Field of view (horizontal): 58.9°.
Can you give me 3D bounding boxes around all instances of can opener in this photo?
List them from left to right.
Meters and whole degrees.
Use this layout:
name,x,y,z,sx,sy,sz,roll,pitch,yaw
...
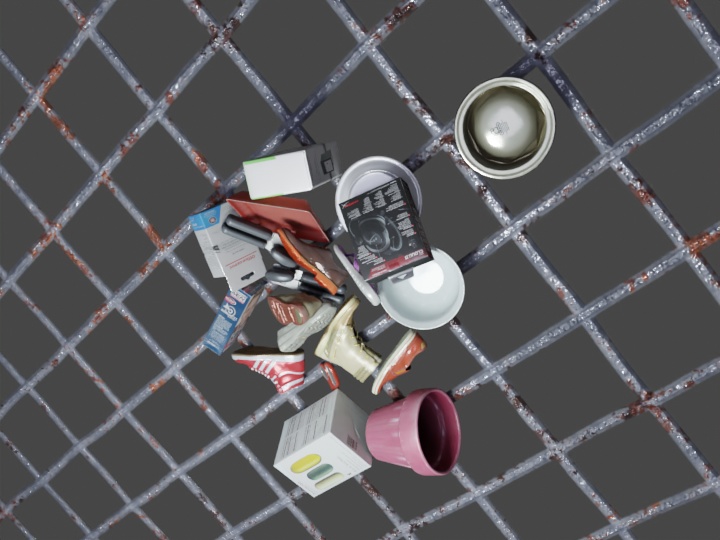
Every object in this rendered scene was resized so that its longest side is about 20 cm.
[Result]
name,x,y,z,sx,sy,sz,roll,pitch,yaw
can opener,-0.231,-0.072,1.507,0.199,0.067,0.053,25,119,-26
can opener,-0.135,0.036,1.548,0.198,0.067,0.054,17,114,11

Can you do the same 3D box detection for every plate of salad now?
name,x,y,z,sx,sy,sz,roll,pitch,yaw
plate of salad,0.042,-0.155,1.435,0.198,0.048,0.202,2,102,10

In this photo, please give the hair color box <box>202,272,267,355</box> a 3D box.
name,x,y,z,sx,sy,sz,roll,pitch,yaw
hair color box,-0.318,0.108,1.614,0.060,0.100,0.201,33,116,3

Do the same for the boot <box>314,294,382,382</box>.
name,x,y,z,sx,sy,sz,roll,pitch,yaw
boot,-0.008,0.168,1.553,0.155,0.073,0.201,32,117,5

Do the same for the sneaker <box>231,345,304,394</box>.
name,x,y,z,sx,sy,sz,roll,pitch,yaw
sneaker,-0.238,0.259,1.660,0.198,0.071,0.114,1,106,15

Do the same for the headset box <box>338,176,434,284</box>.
name,x,y,z,sx,sy,sz,roll,pitch,yaw
headset box,0.058,-0.073,1.356,0.148,0.077,0.202,-23,79,15

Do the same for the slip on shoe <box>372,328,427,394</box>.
name,x,y,z,sx,sy,sz,roll,pitch,yaw
slip on shoe,0.091,0.231,1.549,0.061,0.074,0.201,35,111,-1

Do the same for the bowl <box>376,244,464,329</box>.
name,x,y,z,sx,sy,sz,roll,pitch,yaw
bowl,0.143,0.024,1.444,0.199,0.090,0.203,6,110,16

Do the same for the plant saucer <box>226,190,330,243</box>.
name,x,y,z,sx,sy,sz,roll,pitch,yaw
plant saucer,-0.179,-0.125,1.459,0.198,0.200,0.037,10,75,14

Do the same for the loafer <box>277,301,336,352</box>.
name,x,y,z,sx,sy,sz,roll,pitch,yaw
loafer,-0.139,0.129,1.580,0.200,0.070,0.070,-38,62,26

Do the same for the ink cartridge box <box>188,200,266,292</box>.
name,x,y,z,sx,sy,sz,roll,pitch,yaw
ink cartridge box,-0.316,-0.060,1.536,0.068,0.116,0.202,-4,110,51

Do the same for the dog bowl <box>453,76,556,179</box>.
name,x,y,z,sx,sy,sz,roll,pitch,yaw
dog bowl,0.293,-0.291,1.292,0.198,0.074,0.202,6,112,15

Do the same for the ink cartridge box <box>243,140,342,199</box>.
name,x,y,z,sx,sy,sz,roll,pitch,yaw
ink cartridge box,-0.141,-0.220,1.384,0.144,0.200,0.085,-7,104,19

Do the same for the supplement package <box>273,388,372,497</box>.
name,x,y,z,sx,sy,sz,roll,pitch,yaw
supplement package,-0.087,0.437,1.614,0.199,0.151,0.152,-35,113,26

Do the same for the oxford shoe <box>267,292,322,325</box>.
name,x,y,z,sx,sy,sz,roll,pitch,yaw
oxford shoe,-0.161,0.088,1.551,0.199,0.074,0.071,11,125,54

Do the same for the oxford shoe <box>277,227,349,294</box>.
name,x,y,z,sx,sy,sz,roll,pitch,yaw
oxford shoe,-0.112,-0.036,1.497,0.200,0.071,0.073,46,79,-11

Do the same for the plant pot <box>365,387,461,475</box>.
name,x,y,z,sx,sy,sz,roll,pitch,yaw
plant pot,0.119,0.391,1.542,0.178,0.200,0.201,-14,105,38

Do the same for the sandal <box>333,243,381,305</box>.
name,x,y,z,sx,sy,sz,roll,pitch,yaw
sandal,0.002,0.004,1.457,0.050,0.203,0.083,-34,140,-2

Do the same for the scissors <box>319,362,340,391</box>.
name,x,y,z,sx,sy,sz,roll,pitch,yaw
scissors,-0.056,0.322,1.636,0.073,0.014,0.201,-2,113,58
